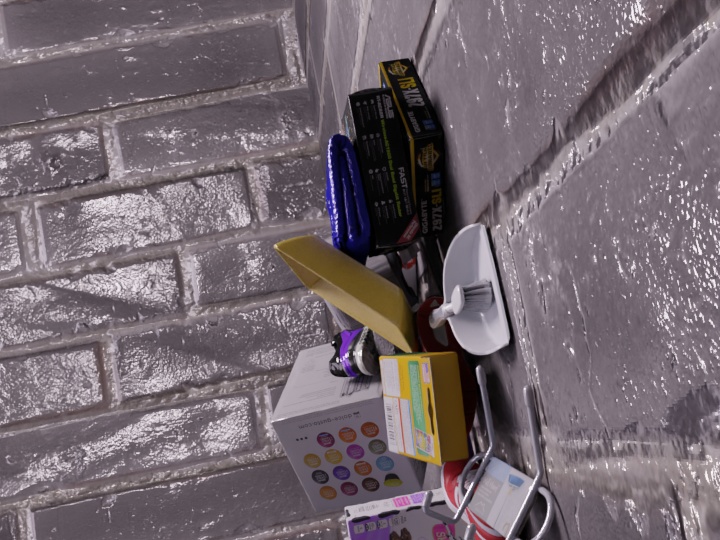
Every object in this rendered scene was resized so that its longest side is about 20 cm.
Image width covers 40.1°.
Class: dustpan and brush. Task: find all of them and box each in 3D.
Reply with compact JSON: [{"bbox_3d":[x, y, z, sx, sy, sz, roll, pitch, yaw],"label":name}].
[{"bbox_3d":[0.116,0.039,1.151,0.200,0.056,0.142,101,158,-77],"label":"dustpan and brush"}]

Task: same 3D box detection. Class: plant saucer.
[{"bbox_3d":[-0.004,0.027,1.311,0.198,0.049,0.200,32,171,17],"label":"plant saucer"}]

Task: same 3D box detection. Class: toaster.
[{"bbox_3d":[0.000,0.000,1.511,0.201,0.128,0.115,-110,-7,-55],"label":"toaster"}]

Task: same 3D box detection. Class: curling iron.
[{"bbox_3d":[0.098,-0.045,1.405,0.050,0.025,0.202,60,-171,-51],"label":"curling iron"}]

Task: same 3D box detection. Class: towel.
[{"bbox_3d":[-0.024,-0.083,1.312,0.200,0.049,0.150,100,158,-79],"label":"towel"}]

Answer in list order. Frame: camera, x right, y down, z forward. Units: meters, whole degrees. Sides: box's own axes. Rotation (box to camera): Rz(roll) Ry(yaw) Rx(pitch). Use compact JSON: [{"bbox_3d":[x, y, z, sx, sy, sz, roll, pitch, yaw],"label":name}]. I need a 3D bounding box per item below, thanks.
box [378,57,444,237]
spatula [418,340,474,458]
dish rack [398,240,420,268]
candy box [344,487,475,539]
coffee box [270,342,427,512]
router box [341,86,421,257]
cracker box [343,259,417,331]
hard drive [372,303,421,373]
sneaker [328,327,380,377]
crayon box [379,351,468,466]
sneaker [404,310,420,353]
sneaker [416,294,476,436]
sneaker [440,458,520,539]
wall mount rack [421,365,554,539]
[{"bbox_3d":[0.069,-0.170,1.344,0.202,0.048,0.162,-106,9,-48],"label":"box"},{"bbox_3d":[0.113,0.186,1.390,0.056,0.020,0.202,-19,-99,-56],"label":"spatula"},{"bbox_3d":[0.043,-0.106,1.503,0.172,0.043,0.203,-73,-42,-85],"label":"dish rack"},{"bbox_3d":[0.087,0.421,1.458,0.072,0.196,0.171,-160,59,-85],"label":"candy box"},{"bbox_3d":[-0.004,0.249,1.651,0.201,0.197,0.200,-70,-38,-59],"label":"coffee box"},{"bbox_3d":[0.025,-0.125,1.305,0.150,0.061,0.204,152,107,-84],"label":"router box"},{"bbox_3d":[0.030,0.043,1.711,0.058,0.131,0.202,-106,7,-48],"label":"cracker box"},{"bbox_3d":[0.077,0.147,1.572,0.139,0.037,0.203,17,-123,-57],"label":"hard drive"},{"bbox_3d":[0.000,0.105,1.611,0.070,0.098,0.201,59,-147,-18],"label":"sneaker"},{"bbox_3d":[0.081,0.167,1.220,0.200,0.051,0.128,164,101,-74],"label":"crayon box"},{"bbox_3d":[0.091,0.127,1.490,0.201,0.080,0.074,-105,4,-57],"label":"sneaker"},{"bbox_3d":[0.119,0.129,1.355,0.116,0.077,0.204,-51,-42,-80],"label":"sneaker"},{"bbox_3d":[0.146,0.270,1.214,0.201,0.070,0.114,-122,17,-56],"label":"sneaker"},{"bbox_3d":[0.142,0.205,1.056,0.176,0.074,0.200,-64,19,-4],"label":"wall mount rack"}]
